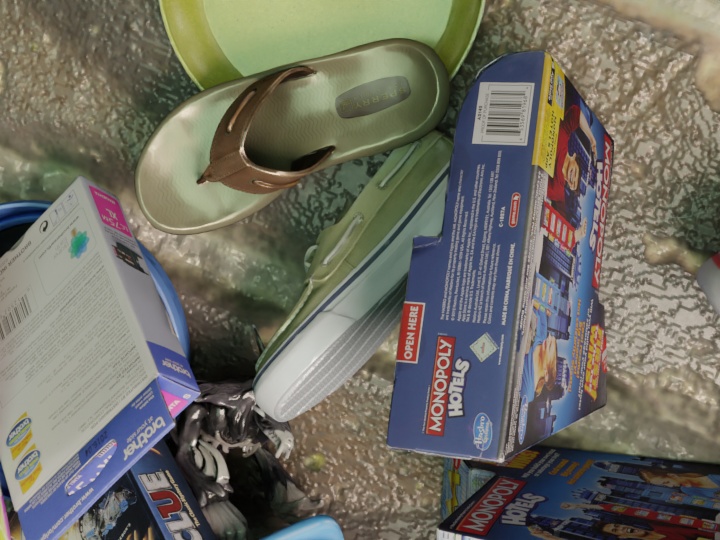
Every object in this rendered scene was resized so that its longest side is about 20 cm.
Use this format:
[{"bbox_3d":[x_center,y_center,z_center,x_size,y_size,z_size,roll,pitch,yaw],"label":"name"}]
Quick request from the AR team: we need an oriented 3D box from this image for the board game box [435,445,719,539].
[{"bbox_3d":[0.122,0.152,0.730,0.199,0.200,0.062,7,101,24],"label":"board game box"}]

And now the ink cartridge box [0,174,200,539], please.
[{"bbox_3d":[-0.161,0.053,0.724,0.119,0.042,0.200,-43,47,15],"label":"ink cartridge box"}]

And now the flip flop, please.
[{"bbox_3d":[-0.044,-0.079,0.737,0.199,0.058,0.081,-17,97,14],"label":"flip flop"}]

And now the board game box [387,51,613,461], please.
[{"bbox_3d":[0.090,0.009,0.701,0.061,0.200,0.201,4,79,23],"label":"board game box"}]

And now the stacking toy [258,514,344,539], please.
[{"bbox_3d":[-0.006,0.234,0.668,0.200,0.110,0.116,41,142,43],"label":"stacking toy"}]

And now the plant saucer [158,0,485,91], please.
[{"bbox_3d":[-0.022,-0.176,0.761,0.199,0.031,0.201,2,101,10],"label":"plant saucer"}]

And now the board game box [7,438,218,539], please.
[{"bbox_3d":[-0.165,0.182,0.770,0.136,0.035,0.200,54,125,32],"label":"board game box"}]

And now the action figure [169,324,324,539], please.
[{"bbox_3d":[-0.078,0.135,0.786,0.102,0.119,0.200,44,115,32],"label":"action figure"}]

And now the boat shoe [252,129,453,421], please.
[{"bbox_3d":[0.000,0.000,0.754,0.062,0.072,0.200,37,77,20],"label":"boat shoe"}]

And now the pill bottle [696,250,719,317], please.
[{"bbox_3d":[0.286,-0.016,0.667,0.200,0.109,0.109,-38,91,13],"label":"pill bottle"}]

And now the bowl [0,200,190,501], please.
[{"bbox_3d":[-0.205,0.053,0.832,0.200,0.039,0.201,2,100,11],"label":"bowl"}]

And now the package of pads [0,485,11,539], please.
[{"bbox_3d":[-0.259,0.076,0.745,0.068,0.154,0.201,-11,99,-22],"label":"package of pads"}]
